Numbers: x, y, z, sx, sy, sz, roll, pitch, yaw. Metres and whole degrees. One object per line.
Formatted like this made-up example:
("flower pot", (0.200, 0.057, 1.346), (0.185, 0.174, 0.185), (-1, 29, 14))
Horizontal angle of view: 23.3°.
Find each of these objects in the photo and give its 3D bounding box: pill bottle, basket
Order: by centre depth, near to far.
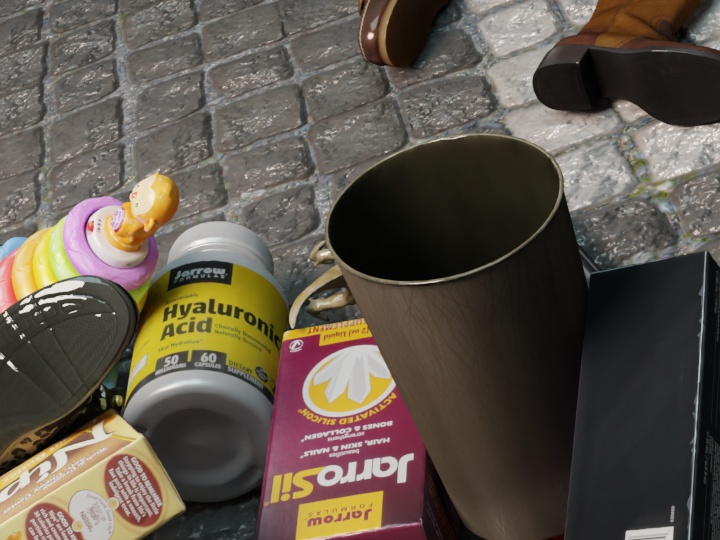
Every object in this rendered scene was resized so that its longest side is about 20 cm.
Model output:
("basket", (0.077, 0.045, 1.016), (0.135, 0.201, 0.180), (-25, 27, -7))
("pill bottle", (-0.106, 0.057, 1.237), (0.110, 0.112, 0.201), (-13, 36, 10))

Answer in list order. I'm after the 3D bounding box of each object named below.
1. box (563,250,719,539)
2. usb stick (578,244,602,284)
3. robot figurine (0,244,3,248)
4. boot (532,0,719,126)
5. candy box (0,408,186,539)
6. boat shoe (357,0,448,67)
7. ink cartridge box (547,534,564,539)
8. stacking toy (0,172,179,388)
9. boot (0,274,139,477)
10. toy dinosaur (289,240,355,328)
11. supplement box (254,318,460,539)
("box", (0.177, 0.115, 0.946), (0.078, 0.141, 0.202), (-12, 53, 34))
("usb stick", (0.144, 0.008, 1.233), (0.032, 0.056, 0.200), (14, 23, -30))
("robot figurine", (-0.300, 0.057, 1.307), (0.149, 0.126, 0.201), (24, 26, -11))
("boot", (0.260, -0.194, 1.442), (0.187, 0.069, 0.200), (-2, 32, 36))
("candy box", (-0.206, 0.160, 1.007), (0.199, 0.056, 0.115), (-31, 12, -13))
("boat shoe", (0.033, -0.246, 1.594), (0.070, 0.071, 0.200), (5, 35, 21))
("ink cartridge box", (0.192, 0.130, 1.056), (0.173, 0.044, 0.199), (-36, 38, -21))
("stacking toy", (-0.177, -0.006, 1.193), (0.200, 0.109, 0.117), (-42, 34, 45))
("boot", (-0.192, 0.071, 1.115), (0.203, 0.074, 0.154), (-44, -10, 19))
("toy dinosaur", (0.000, 0.000, 1.257), (0.199, 0.059, 0.101), (-14, -1, -38))
("supplement box", (0.003, 0.125, 1.117), (0.109, 0.086, 0.201), (-11, 37, 13))
